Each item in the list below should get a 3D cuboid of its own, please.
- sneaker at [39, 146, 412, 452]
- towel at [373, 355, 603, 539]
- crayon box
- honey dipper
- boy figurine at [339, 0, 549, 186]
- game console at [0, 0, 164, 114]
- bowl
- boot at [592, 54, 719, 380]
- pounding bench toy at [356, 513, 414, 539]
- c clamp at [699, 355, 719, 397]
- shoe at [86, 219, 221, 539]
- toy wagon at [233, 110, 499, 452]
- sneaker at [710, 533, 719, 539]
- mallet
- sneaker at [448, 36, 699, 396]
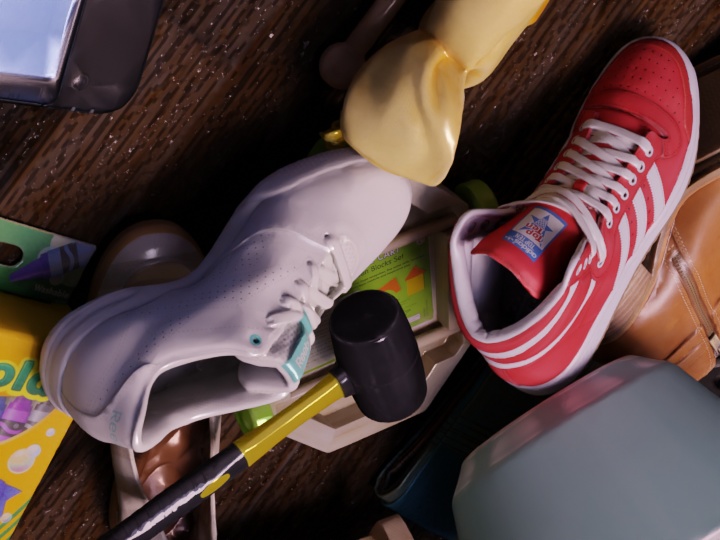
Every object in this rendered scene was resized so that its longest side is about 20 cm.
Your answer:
[{"bbox_3d":[-0.041,0.019,0.806,0.200,0.088,0.076,-36,130,-21],"label":"sneaker"},{"bbox_3d":[0.109,0.111,1.076,0.147,0.022,0.200,-52,135,6],"label":"towel"},{"bbox_3d":[-0.203,0.070,0.808,0.125,0.052,0.201,17,107,-41],"label":"crayon box"},{"bbox_3d":[0.044,-0.169,0.839,0.038,0.038,0.200,31,101,-43],"label":"honey dipper"},{"bbox_3d":[0.070,-0.126,0.830,0.064,0.124,0.200,41,77,-5],"label":"boy figurine"},{"bbox_3d":[-0.134,-0.131,0.681,0.199,0.116,0.177,5,115,-36],"label":"game console"},{"bbox_3d":[0.128,0.120,0.964,0.200,0.105,0.201,-31,168,-7],"label":"bowl"},{"bbox_3d":[0.200,-0.024,1.022,0.200,0.074,0.155,-43,136,6],"label":"boot"},{"bbox_3d":[-0.009,0.207,0.933,0.155,0.125,0.200,-16,152,-27],"label":"pounding bench toy"},{"bbox_3d":[0.302,0.078,1.113,0.199,0.170,0.027,24,67,-41],"label":"c clamp"},{"bbox_3d":[-0.093,0.068,0.882,0.070,0.053,0.201,-17,127,-26],"label":"shoe"},{"bbox_3d":[0.000,0.000,0.914,0.154,0.040,0.201,-22,128,-23],"label":"toy wagon"},{"bbox_3d":[0.178,0.179,1.112,0.199,0.074,0.080,-23,136,-23],"label":"sneaker"},{"bbox_3d":[-0.049,0.092,0.879,0.200,0.041,0.066,-40,136,-9],"label":"mallet"},{"bbox_3d":[0.110,-0.038,0.905,0.201,0.071,0.112,-67,153,-4],"label":"sneaker"}]
